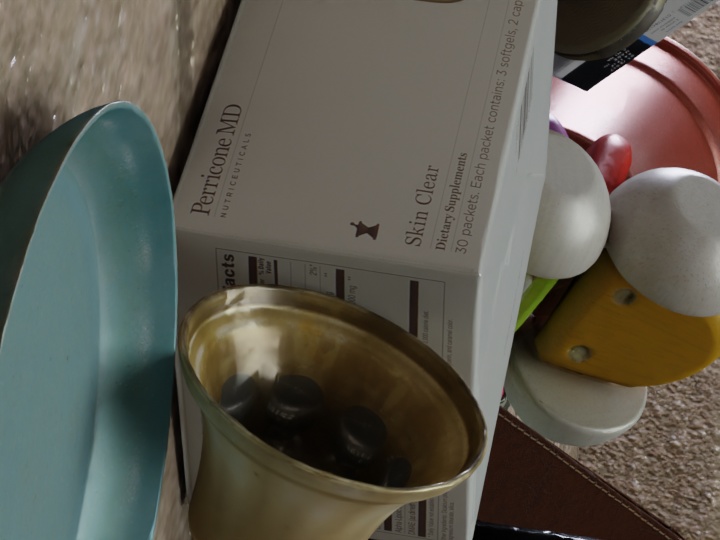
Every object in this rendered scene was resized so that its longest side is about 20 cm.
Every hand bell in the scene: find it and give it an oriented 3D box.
[{"bbox_3d":[-0.042,0.116,0.828,0.104,0.103,0.201,-66,179,-63],"label":"hand bell"}]

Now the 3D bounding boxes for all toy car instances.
[{"bbox_3d":[0.095,-0.015,1.290,0.175,0.199,0.151,126,-30,-44],"label":"toy car"}]

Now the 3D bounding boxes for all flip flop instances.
[{"bbox_3d":[0.084,-0.186,1.264,0.057,0.081,0.201,20,36,-55],"label":"flip flop"}]

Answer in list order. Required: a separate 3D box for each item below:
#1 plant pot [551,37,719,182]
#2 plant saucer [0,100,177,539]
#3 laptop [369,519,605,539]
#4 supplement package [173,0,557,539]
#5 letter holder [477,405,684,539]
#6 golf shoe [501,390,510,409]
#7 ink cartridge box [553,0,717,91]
[{"bbox_3d":[0.130,-0.039,1.562,0.195,0.199,0.202,-40,137,-66],"label":"plant pot"},{"bbox_3d":[-0.086,0.053,0.674,0.200,0.027,0.202,8,90,-82],"label":"plant saucer"},{"bbox_3d":[0.010,0.193,0.928,0.201,0.176,0.104,-72,167,-49],"label":"laptop"},{"bbox_3d":[0.006,-0.027,0.936,0.156,0.110,0.201,89,11,-47],"label":"supplement package"},{"bbox_3d":[0.018,0.154,1.094,0.201,0.142,0.100,-56,-160,-4],"label":"letter holder"},{"bbox_3d":[0.033,0.123,1.450,0.088,0.077,0.201,55,36,-50],"label":"golf shoe"},{"bbox_3d":[0.115,-0.203,1.311,0.039,0.099,0.201,17,48,-49],"label":"ink cartridge box"}]
